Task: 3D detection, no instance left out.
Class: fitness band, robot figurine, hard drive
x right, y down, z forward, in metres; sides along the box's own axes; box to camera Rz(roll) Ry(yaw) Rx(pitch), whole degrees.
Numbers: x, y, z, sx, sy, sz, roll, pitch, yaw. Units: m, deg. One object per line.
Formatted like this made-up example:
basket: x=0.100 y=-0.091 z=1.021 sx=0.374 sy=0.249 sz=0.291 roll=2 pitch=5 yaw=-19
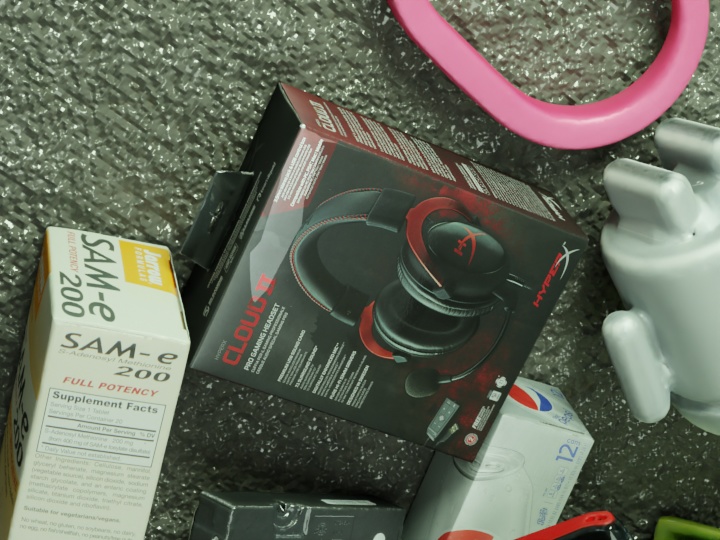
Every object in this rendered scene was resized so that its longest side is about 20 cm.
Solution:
fitness band: x=0.099 y=-0.153 z=0.953 sx=0.200 sy=0.037 sz=0.144 roll=40 pitch=99 yaw=-24
robot figurine: x=0.208 y=0.012 z=1.007 sx=0.169 sy=0.113 sz=0.201 roll=-35 pitch=117 yaw=-13
hard drive: x=-0.052 y=0.228 z=1.026 sx=0.139 sy=0.038 sz=0.202 roll=7 pitch=96 yaw=-43

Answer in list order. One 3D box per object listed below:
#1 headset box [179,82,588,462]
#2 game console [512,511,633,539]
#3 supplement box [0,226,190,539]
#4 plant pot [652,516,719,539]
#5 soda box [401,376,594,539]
headset box: x=0.000 y=0.000 z=0.972 sx=0.199 sy=0.075 sz=0.150 roll=21 pitch=107 yaw=-21
game console: x=0.112 y=0.246 z=0.995 sx=0.176 sy=0.031 sz=0.201 roll=-26 pitch=96 yaw=27
supplement box: x=-0.151 y=0.095 z=0.949 sx=0.073 sy=0.126 sz=0.202 roll=10 pitch=110 yaw=-16
plant pot: x=0.227 y=0.268 z=1.061 sx=0.198 sy=0.181 sz=0.201 roll=15 pitch=114 yaw=25
soda box: x=0.065 y=0.163 z=1.063 sx=0.063 sy=0.068 sz=0.201 roll=16 pitch=109 yaw=-19
